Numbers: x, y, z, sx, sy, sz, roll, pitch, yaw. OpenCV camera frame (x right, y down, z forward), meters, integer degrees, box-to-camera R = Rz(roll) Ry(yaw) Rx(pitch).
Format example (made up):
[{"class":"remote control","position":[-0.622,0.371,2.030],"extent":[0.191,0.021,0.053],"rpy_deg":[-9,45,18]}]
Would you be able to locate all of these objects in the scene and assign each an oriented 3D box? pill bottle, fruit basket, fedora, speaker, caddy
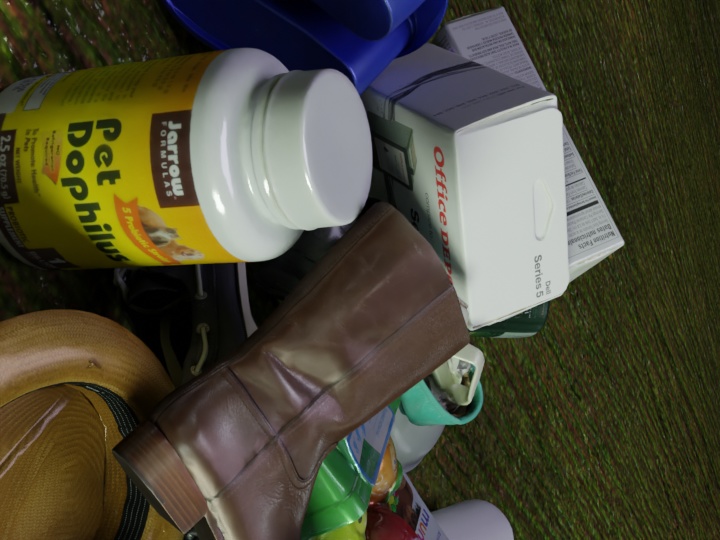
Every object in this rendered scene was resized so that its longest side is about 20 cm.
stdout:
[{"class":"pill bottle","position":[-0.098,-0.057,0.651],"extent":[0.109,0.198,0.110],"rpy_deg":[11,78,-63]},{"class":"fruit basket","position":[0.003,0.150,0.754],"extent":[0.201,0.093,0.186],"rpy_deg":[54,25,-14]},{"class":"fedora","position":[-0.174,0.112,0.595],"extent":[0.200,0.081,0.203],"rpy_deg":[-6,98,-48]},{"class":"speaker","position":[0.072,0.259,1.109],"extent":[0.200,0.081,0.082],"rpy_deg":[5,83,-63]},{"class":"caddy","position":[-0.039,-0.204,0.805],"extent":[0.105,0.199,0.142],"rpy_deg":[-58,-179,-39]}]

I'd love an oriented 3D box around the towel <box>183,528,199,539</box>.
[{"class":"towel","position":[-0.068,0.223,0.827],"extent":[0.200,0.085,0.167],"rpy_deg":[-22,110,-64]}]

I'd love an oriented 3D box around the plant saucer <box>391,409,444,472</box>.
[{"class":"plant saucer","position":[0.052,0.085,1.117],"extent":[0.200,0.050,0.202],"rpy_deg":[12,77,-63]}]

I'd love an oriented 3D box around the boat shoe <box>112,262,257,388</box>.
[{"class":"boat shoe","position":[-0.109,0.007,0.715],"extent":[0.062,0.073,0.201],"rpy_deg":[19,40,-45]}]

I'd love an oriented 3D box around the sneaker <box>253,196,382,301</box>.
[{"class":"sneaker","position":[0.000,0.000,0.833],"extent":[0.091,0.075,0.200],"rpy_deg":[-66,161,-7]}]

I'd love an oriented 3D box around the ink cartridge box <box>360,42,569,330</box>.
[{"class":"ink cartridge box","position":[0.054,-0.070,0.866],"extent":[0.083,0.200,0.147],"rpy_deg":[-20,120,-21]}]

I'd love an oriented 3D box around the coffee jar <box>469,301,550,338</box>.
[{"class":"coffee jar","position":[0.066,0.009,1.036],"extent":[0.199,0.085,0.105],"rpy_deg":[-1,94,-37]}]

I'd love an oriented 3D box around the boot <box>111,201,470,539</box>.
[{"class":"boot","position":[-0.003,0.087,0.637],"extent":[0.200,0.064,0.187],"rpy_deg":[-42,122,-19]}]

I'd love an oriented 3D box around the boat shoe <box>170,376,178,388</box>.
[{"class":"boat shoe","position":[-0.117,0.077,0.768],"extent":[0.199,0.068,0.057],"rpy_deg":[11,45,-60]}]

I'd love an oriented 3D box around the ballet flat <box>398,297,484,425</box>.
[{"class":"ballet flat","position":[0.042,0.040,0.788],"extent":[0.200,0.070,0.068],"rpy_deg":[62,35,-53]}]

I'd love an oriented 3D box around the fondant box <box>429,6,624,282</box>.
[{"class":"fondant box","position":[0.103,-0.075,0.938],"extent":[0.058,0.144,0.201],"rpy_deg":[-20,79,-23]}]
